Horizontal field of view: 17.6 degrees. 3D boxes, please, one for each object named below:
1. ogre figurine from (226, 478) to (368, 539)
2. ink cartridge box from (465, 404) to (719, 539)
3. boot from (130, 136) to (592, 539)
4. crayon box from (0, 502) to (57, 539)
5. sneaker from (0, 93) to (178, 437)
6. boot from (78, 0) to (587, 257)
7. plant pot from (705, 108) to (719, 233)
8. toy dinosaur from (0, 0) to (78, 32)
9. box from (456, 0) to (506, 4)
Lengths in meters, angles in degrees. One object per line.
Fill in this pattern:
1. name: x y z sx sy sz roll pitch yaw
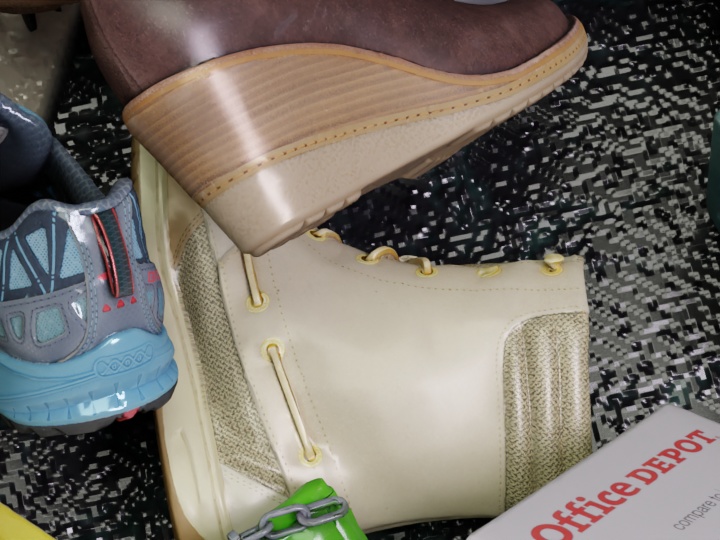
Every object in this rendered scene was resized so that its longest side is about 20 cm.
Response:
1. ogre figurine: -0.032 0.181 0.739 0.120 0.098 0.201 -15 105 -11
2. ink cartridge box: 0.140 0.127 0.694 0.200 0.146 0.085 22 114 27
3. boot: 0.000 0.000 0.817 0.155 0.073 0.201 -8 71 -1
4. crayon box: -0.186 0.156 0.775 0.127 0.051 0.200 32 74 14
5. sneaker: -0.128 -0.023 0.787 0.079 0.096 0.200 -22 32 -38
6. boot: -0.018 -0.107 0.757 0.200 0.072 0.167 -29 88 -48
7. plant pot: 0.228 -0.042 0.797 0.200 0.141 0.142 -27 70 -3
8. toy dinosaur: -0.117 -0.125 0.828 0.135 0.200 0.086 -3 102 25
9. box: 0.026 -0.190 0.869 0.144 0.036 0.201 -17 73 27
